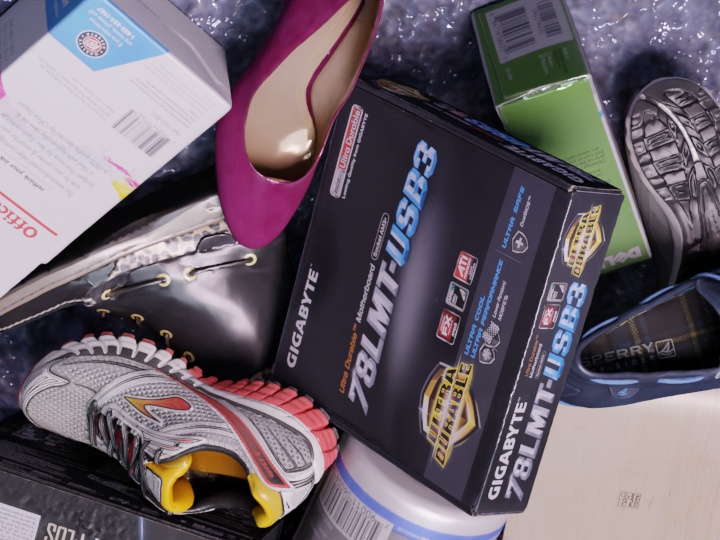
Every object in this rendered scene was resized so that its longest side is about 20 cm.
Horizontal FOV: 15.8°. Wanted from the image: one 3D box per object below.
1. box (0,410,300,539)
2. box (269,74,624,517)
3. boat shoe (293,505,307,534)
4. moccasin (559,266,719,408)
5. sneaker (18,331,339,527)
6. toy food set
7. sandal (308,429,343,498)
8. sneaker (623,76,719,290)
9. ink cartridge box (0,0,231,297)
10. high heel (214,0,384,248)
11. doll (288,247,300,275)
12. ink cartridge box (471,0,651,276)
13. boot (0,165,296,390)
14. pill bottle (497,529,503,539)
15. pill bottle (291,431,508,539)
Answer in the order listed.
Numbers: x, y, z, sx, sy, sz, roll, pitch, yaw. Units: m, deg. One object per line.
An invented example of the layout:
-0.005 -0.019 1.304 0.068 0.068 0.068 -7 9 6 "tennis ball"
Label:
-0.155 0.167 1.615 0.199 0.164 0.086 17 98 7 "box"
0.043 0.011 1.495 0.050 0.198 0.201 1 111 -43 "box"
-0.084 0.192 1.761 0.201 0.063 0.074 18 120 -23 "boat shoe"
0.204 0.040 1.512 0.200 0.068 0.081 -22 86 -15 "moccasin"
-0.118 0.096 1.542 0.199 0.082 0.078 12 136 22 "sneaker"
0.166 0.123 1.614 0.143 0.060 0.200 7 126 -1 "toy food set"
0.011 0.140 1.728 0.200 0.082 0.055 30 98 -30 "sandal"
0.209 -0.025 1.591 0.074 0.079 0.201 -15 101 -2 "sneaker"
-0.187 -0.086 1.525 0.200 0.068 0.115 -38 123 19 "ink cartridge box"
-0.035 -0.094 1.494 0.067 0.096 0.201 2 112 -23 "high heel"
0.000 0.000 1.634 0.136 0.049 0.200 22 124 -14 "doll"
0.129 -0.062 1.571 0.059 0.104 0.200 -19 128 7 "ink cartridge box"
-0.122 0.032 1.605 0.200 0.073 0.151 -25 111 2 "boot"
0.103 0.123 1.704 0.112 0.112 0.200 -28 126 13 "pill bottle"
0.006 0.194 1.599 0.113 0.114 0.200 15 118 -19 "pill bottle"
